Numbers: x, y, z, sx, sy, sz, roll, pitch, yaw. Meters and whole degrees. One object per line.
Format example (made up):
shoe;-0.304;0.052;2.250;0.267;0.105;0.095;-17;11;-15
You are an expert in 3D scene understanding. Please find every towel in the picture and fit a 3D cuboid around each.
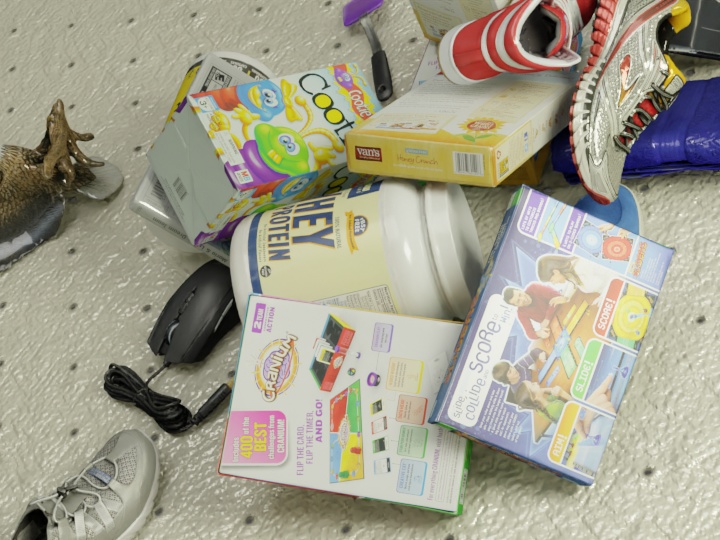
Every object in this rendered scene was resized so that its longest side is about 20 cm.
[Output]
towel;0.283;-0.128;1.320;0.199;0.050;0.148;-1;30;26

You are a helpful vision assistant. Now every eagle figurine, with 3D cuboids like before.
eagle figurine;-0.379;-0.096;1.594;0.200;0.151;0.152;-41;-8;30

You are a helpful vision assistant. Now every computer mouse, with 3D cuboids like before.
computer mouse;-0.148;0.060;1.373;0.200;0.046;0.140;-44;45;-15

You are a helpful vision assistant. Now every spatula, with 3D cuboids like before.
spatula;0.014;-0.249;1.589;0.056;0.021;0.201;-29;45;17

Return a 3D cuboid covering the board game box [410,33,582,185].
board game box;0.124;-0.172;1.441;0.152;0.040;0.201;2;52;27

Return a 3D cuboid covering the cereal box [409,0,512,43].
cereal box;0.087;-0.286;1.379;0.040;0.200;0.144;-45;47;-16

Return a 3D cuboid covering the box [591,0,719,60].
box;0.305;-0.299;1.334;0.104;0.148;0.201;17;101;34

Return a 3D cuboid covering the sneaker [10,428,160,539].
sneaker;-0.246;0.214;1.255;0.074;0.082;0.200;14;58;35

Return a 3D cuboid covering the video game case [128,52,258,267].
video game case;-0.108;-0.093;1.418;0.024;0.182;0.201;-41;23;53

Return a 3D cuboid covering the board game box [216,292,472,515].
board game box;-0.005;0.107;1.181;0.199;0.040;0.154;8;81;12

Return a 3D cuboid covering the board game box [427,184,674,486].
board game box;0.150;0.051;1.142;0.135;0.034;0.201;23;79;-5

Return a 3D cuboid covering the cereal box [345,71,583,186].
cereal box;0.097;-0.132;1.284;0.143;0.040;0.200;8;28;31

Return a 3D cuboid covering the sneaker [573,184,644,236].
sneaker;0.180;-0.022;1.237;0.076;0.111;0.200;12;57;34

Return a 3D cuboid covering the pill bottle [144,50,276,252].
pill bottle;-0.153;-0.120;1.492;0.111;0.111;0.201;-3;50;24

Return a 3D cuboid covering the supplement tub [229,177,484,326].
supplement tub;0.000;0.000;1.283;0.199;0.145;0.146;-14;46;15

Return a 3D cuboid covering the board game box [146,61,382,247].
board game box;-0.078;-0.111;1.354;0.199;0.103;0.105;-18;72;-39

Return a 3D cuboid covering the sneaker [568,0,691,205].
sneaker;0.230;-0.153;1.239;0.082;0.078;0.201;11;80;24

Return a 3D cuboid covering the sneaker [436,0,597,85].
sneaker;0.171;-0.221;1.280;0.200;0.072;0.112;-33;17;-34
